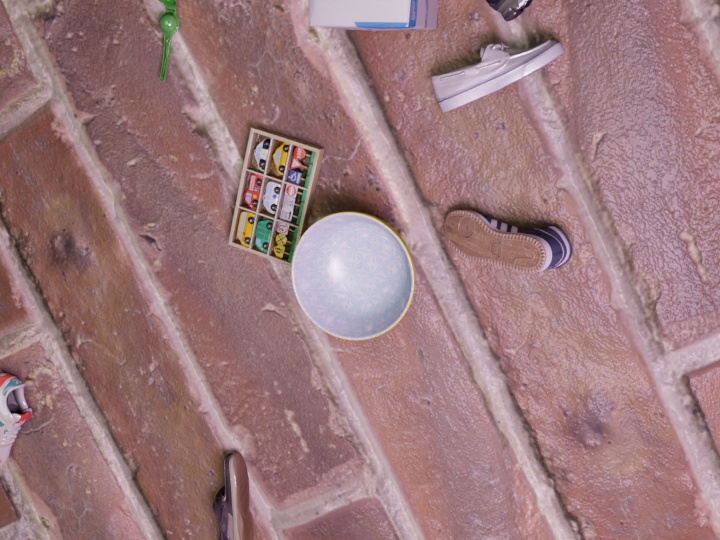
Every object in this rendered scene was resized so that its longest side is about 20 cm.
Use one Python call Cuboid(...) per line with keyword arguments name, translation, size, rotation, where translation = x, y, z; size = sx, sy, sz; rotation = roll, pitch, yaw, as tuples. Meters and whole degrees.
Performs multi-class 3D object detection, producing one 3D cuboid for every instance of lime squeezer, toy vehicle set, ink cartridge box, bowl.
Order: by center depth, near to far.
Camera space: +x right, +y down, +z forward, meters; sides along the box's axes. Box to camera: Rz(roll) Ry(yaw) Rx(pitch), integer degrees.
Cuboid(name="ink cartridge box", translation=(0.024, -0.415, 1.197), size=(0.145, 0.200, 0.147), rotation=(5, 105, 15))
Cuboid(name="bowl", translation=(0.000, 0.000, 1.343), size=(0.197, 0.108, 0.204), rotation=(3, 102, 16))
Cuboid(name="lime squeezer", translation=(-0.316, -0.411, 1.376), size=(0.037, 0.071, 0.202), rotation=(3, 133, 0))
Cuboid(name="toy vehicle set", translation=(-0.141, -0.121, 1.403), size=(0.123, 0.026, 0.203), rotation=(17, 106, 12))

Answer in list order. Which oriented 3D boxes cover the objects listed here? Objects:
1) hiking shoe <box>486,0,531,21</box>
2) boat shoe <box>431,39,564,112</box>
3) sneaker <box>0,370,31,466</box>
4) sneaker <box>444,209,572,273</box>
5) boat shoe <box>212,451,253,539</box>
Cuboid(name="hiking shoe", translation=(0.233, -0.459, 1.190), size=(0.100, 0.076, 0.201), rotation=(35, 110, 3))
Cuboid(name="boat shoe", translation=(0.195, -0.298, 1.238), size=(0.198, 0.074, 0.066), rotation=(-22, 99, 19))
Cuboid(name="sneaker", translation=(-0.683, 0.294, 1.634), size=(0.092, 0.070, 0.203), rotation=(11, 102, 20))
Cuboid(name="sneaker", translation=(0.227, -0.046, 1.293), size=(0.199, 0.107, 0.071), rotation=(24, 114, 42))
Cuboid(name="boat shoe", translation=(-0.235, 0.423, 1.528), size=(0.064, 0.072, 0.203), rotation=(0, 108, 12))
